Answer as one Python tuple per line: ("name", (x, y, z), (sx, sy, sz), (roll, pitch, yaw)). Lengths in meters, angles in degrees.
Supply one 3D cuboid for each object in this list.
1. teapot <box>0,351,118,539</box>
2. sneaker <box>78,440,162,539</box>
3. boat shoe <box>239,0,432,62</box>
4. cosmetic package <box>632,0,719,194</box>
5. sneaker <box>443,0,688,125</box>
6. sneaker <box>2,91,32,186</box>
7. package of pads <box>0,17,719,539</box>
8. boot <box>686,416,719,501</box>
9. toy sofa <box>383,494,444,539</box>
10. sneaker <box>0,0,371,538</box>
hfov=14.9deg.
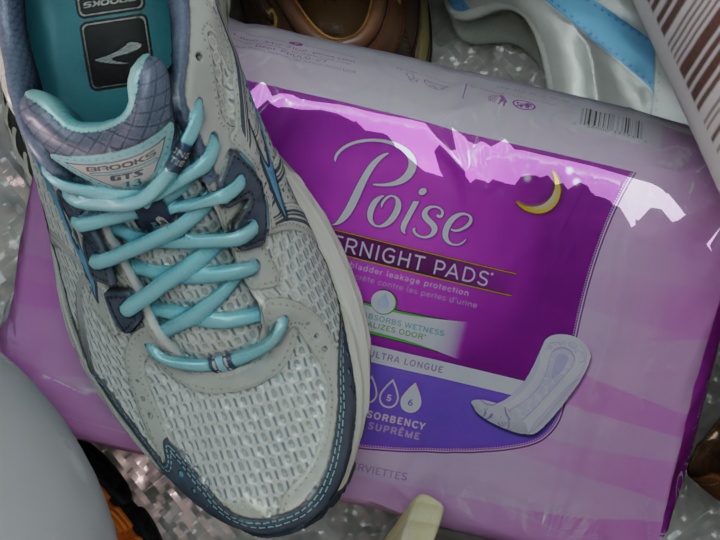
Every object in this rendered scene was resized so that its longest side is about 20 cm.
("teapot", (-0.160, 0.096, 0.686), (0.199, 0.146, 0.199), (11, 92, 18))
("sneaker", (-0.147, 0.060, 0.807), (0.200, 0.076, 0.092), (35, 92, 13))
("boat shoe", (-0.018, -0.145, 0.842), (0.072, 0.068, 0.201), (-12, 78, -2))
("cosmetic package", (0.183, -0.106, 0.664), (0.199, 0.165, 0.166), (-15, 69, -22))
("sneaker", (0.106, -0.032, 0.819), (0.081, 0.077, 0.200), (-37, 74, 3))
("sneaker", (-0.081, -0.096, 0.824), (0.077, 0.082, 0.201), (-15, 82, -3))
("package of pads", (0.000, 0.000, 0.762), (0.199, 0.076, 0.121), (13, 105, 2))
("boot", (0.179, 0.064, 0.730), (0.155, 0.200, 0.077), (39, 69, 1))
("toy sofa", (0.072, 0.155, 0.738), (0.199, 0.083, 0.098), (27, 52, -4))
("sneaker", (-0.056, -0.023, 0.680), (0.077, 0.086, 0.201), (-18, 97, 8))
